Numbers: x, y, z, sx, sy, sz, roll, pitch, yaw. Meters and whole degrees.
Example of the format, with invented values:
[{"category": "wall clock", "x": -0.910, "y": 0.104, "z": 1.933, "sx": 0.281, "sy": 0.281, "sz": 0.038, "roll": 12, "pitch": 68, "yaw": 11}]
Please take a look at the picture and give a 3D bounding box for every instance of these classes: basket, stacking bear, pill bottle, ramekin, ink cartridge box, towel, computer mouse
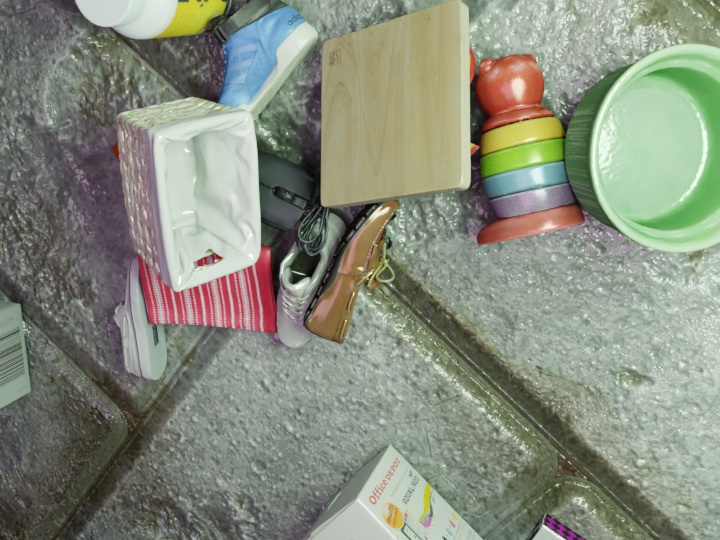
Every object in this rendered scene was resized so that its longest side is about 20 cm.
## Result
[{"category": "basket", "x": -0.211, "y": -0.100, "z": 0.981, "sx": 0.123, "sy": 0.135, "sz": 0.202, "roll": 27, "pitch": 128, "yaw": 41}, {"category": "stacking bear", "x": 0.181, "y": -0.141, "z": 0.907, "sx": 0.120, "sy": 0.114, "sz": 0.202, "roll": -12, "pitch": 91, "yaw": -13}, {"category": "pill bottle", "x": -0.247, "y": -0.338, "z": 0.965, "sx": 0.111, "sy": 0.200, "sz": 0.113, "roll": 7, "pitch": 111, "yaw": 20}, {"category": "ramekin", "x": 0.309, "y": -0.124, "z": 0.826, "sx": 0.198, "sy": 0.098, "sz": 0.203, "roll": -2, "pitch": 100, "yaw": -9}, {"category": "ink cartridge box", "x": 0.045, "y": 0.382, "z": 1.113, "sx": 0.200, "sy": 0.147, "sz": 0.145, "roll": 45, "pitch": 117, "yaw": 2}, {"category": "towel", "x": -0.214, "y": 0.023, "z": 1.131, "sx": 0.197, "sy": 0.023, "sz": 0.146, "roll": 4, "pitch": 122, "yaw": 7}, {"category": "computer mouse", "x": -0.110, "y": -0.109, "z": 1.030, "sx": 0.199, "sy": 0.053, "sz": 0.140, "roll": 19, "pitch": 86, "yaw": 36}]

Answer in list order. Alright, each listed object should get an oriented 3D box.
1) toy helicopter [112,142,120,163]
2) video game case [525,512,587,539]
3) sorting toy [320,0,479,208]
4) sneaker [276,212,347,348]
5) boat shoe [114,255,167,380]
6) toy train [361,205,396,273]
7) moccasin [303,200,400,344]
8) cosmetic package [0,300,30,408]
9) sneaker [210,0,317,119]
[{"category": "toy helicopter", "x": -0.254, "y": -0.106, "z": 1.097, "sx": 0.078, "sy": 0.132, "sz": 0.201, "roll": -33, "pitch": 113, "yaw": -4}, {"category": "video game case", "x": 0.291, "y": 0.456, "z": 1.099, "sx": 0.199, "sy": 0.036, "sz": 0.182, "roll": 31, "pitch": 116, "yaw": 10}, {"category": "sorting toy", "x": 0.050, "y": -0.178, "z": 0.924, "sx": 0.197, "sy": 0.069, "sz": 0.203, "roll": -4, "pitch": 83, "yaw": 39}, {"category": "sneaker", "x": -0.083, "y": 0.022, "z": 1.073, "sx": 0.077, "sy": 0.099, "sz": 0.202, "roll": 21, "pitch": 114, "yaw": 14}, {"category": "boat shoe", "x": -0.337, "y": 0.070, "z": 1.214, "sx": 0.065, "sy": 0.072, "sz": 0.202, "roll": 7, "pitch": 118, "yaw": 15}, {"category": "toy train", "x": 0.022, "y": -0.083, "z": 1.033, "sx": 0.045, "sy": 0.034, "sz": 0.202, "roll": 14, "pitch": 112, "yaw": 20}, {"category": "moccasin", "x": 0.000, "y": 0.000, "z": 1.005, "sx": 0.077, "sy": 0.074, "sz": 0.203, "roll": 25, "pitch": 100, "yaw": -6}, {"category": "cosmetic package", "x": -0.683, "y": 0.141, "z": 1.322, "sx": 0.198, "sy": 0.165, "sz": 0.167, "roll": 6, "pitch": 108, "yaw": 20}, {"category": "sneaker", "x": -0.155, "y": -0.262, "z": 1.020, "sx": 0.111, "sy": 0.077, "sz": 0.200, "roll": 43, "pitch": 113, "yaw": -3}]
